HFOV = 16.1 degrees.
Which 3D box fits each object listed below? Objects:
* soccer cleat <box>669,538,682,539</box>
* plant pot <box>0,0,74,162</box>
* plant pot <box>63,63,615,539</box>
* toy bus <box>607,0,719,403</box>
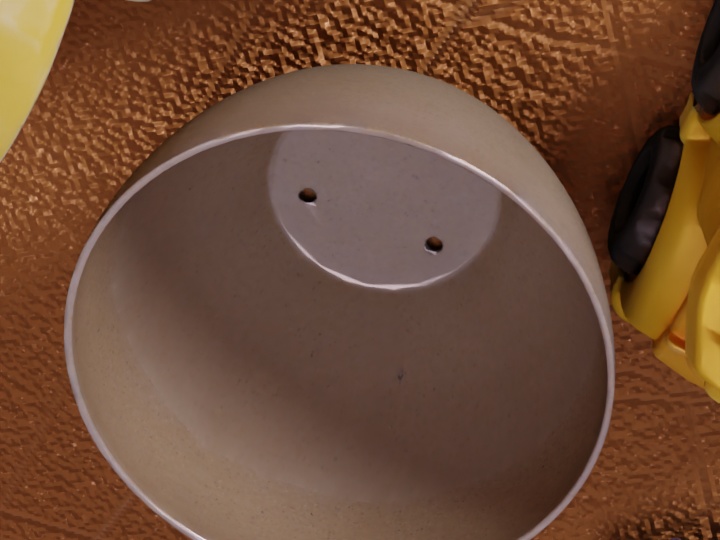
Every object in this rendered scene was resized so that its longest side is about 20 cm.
[{"bbox_3d":[0.145,0.196,1.120,0.084,0.065,0.200,16,134,35],"label":"soccer cleat"},{"bbox_3d":[-0.209,-0.115,0.907,0.189,0.201,0.201,22,125,-24],"label":"plant pot"},{"bbox_3d":[0.000,0.000,0.965,0.200,0.135,0.200,4,123,7],"label":"plant pot"},{"bbox_3d":[0.172,-0.005,0.901,0.136,0.192,0.200,21,125,-6],"label":"toy bus"}]
